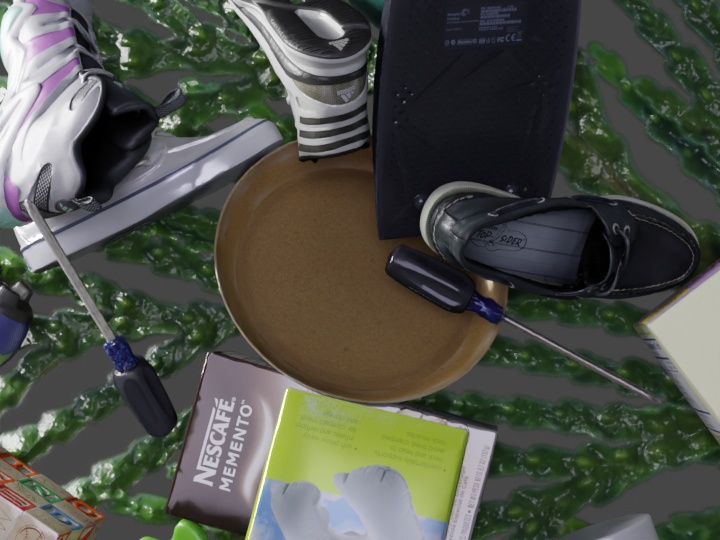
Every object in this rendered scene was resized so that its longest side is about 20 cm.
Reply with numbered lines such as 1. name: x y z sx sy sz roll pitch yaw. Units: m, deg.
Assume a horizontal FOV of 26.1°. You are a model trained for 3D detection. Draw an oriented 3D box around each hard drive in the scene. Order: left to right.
1. hard drive: 0.069 -0.120 0.997 0.134 0.042 0.201 -7 122 -17

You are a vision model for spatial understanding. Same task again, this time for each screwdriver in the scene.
1. screwdriver: -0.171 0.035 1.019 0.028 0.029 0.201 -20 128 8
2. screwdriver: 0.105 0.040 1.009 0.199 0.029 0.028 31 50 0

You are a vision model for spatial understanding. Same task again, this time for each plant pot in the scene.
1. plant pot: 0.000 0.000 1.032 0.198 0.028 0.202 5 62 -10

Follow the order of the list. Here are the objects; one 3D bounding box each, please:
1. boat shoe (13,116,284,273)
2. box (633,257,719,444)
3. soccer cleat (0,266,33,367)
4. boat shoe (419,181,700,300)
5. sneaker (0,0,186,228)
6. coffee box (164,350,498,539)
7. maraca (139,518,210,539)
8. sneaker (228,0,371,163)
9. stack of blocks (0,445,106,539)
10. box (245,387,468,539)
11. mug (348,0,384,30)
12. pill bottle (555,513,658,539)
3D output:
1. boat shoe: -0.151 -0.067 1.063 0.199 0.074 0.066 -26 90 2
2. box: 0.308 0.062 1.006 0.175 0.097 0.201 -37 86 2
3. soccer cleat: -0.322 0.003 1.081 0.199 0.065 0.084 33 97 6
4. boat shoe: 0.140 -0.013 1.008 0.198 0.066 0.075 14 106 -19
5. sneaker: -0.174 -0.122 1.032 0.139 0.078 0.202 -3 67 27
6. coffee box: -0.017 0.133 1.038 0.198 0.080 0.114 15 88 5
7. maraca: -0.070 0.245 1.026 0.199 0.107 0.138 25 105 15
8. sneaker: -0.046 -0.139 1.037 0.075 0.201 0.116 -13 126 -14
9. stack of blocks: -0.280 0.141 1.044 0.199 0.115 0.059 33 90 7
10. box: -0.013 0.184 0.955 0.121 0.048 0.202 12 76 5
11. mug: 0.053 -0.251 1.033 0.151 0.114 0.187 14 89 6
12. pill bottle: 0.184 0.265 1.003 0.103 0.104 0.202 -19 86 4
